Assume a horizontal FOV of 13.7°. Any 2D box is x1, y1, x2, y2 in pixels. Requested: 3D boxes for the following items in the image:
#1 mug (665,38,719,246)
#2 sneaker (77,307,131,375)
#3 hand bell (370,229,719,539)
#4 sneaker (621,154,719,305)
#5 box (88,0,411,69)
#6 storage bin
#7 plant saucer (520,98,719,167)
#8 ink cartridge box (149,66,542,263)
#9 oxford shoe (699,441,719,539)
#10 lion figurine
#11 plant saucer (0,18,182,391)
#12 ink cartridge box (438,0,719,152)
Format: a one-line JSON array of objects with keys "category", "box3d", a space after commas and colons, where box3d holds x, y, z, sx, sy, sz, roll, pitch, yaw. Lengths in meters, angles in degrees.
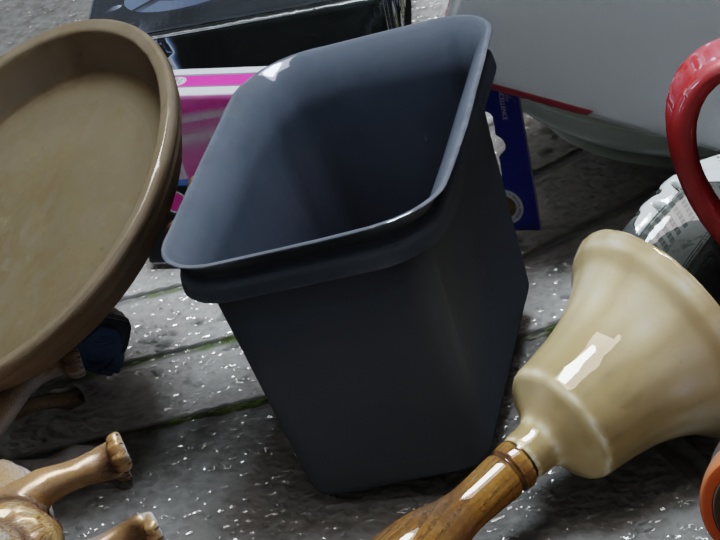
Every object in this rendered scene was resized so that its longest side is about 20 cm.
[{"category": "mug", "box3d": [0.230, -0.040, 1.220, 0.177, 0.201, 0.133, 4, 32, 29]}, {"category": "sneaker", "box3d": [-0.168, -0.012, 1.418, 0.077, 0.085, 0.200, 15, 9, -40]}, {"category": "hand bell", "box3d": [0.056, 0.083, 1.203, 0.200, 0.104, 0.104, -38, 36, -22]}, {"category": "sneaker", "box3d": [0.202, -0.021, 1.338, 0.200, 0.067, 0.090, -24, 27, -27]}, {"category": "box", "box3d": [-0.057, -0.138, 1.639, 0.163, 0.086, 0.200, -9, 28, 6]}, {"category": "storage bin", "box3d": [0.000, 0.000, 1.299, 0.145, 0.135, 0.200, -13, 25, 17]}, {"category": "plant saucer", "box3d": [0.144, -0.096, 1.491, 0.199, 0.050, 0.200, 6, 27, -3]}, {"category": "ink cartridge box", "box3d": [-0.017, -0.052, 1.451, 0.199, 0.095, 0.037, -2, 29, 18]}, {"category": "oxford shoe", "box3d": [0.233, 0.065, 1.164, 0.199, 0.072, 0.073, -4, 23, 14]}, {"category": "lion figurine", "box3d": [-0.156, 0.100, 1.267, 0.122, 0.073, 0.200, -23, 15, -6]}, {"category": "plant saucer", "box3d": [-0.152, -0.023, 1.336, 0.200, 0.029, 0.201, -26, 43, 27]}, {"category": "ink cartridge box", "box3d": [0.123, -0.148, 1.430, 0.145, 0.084, 0.200, 14, 28, 2]}]
